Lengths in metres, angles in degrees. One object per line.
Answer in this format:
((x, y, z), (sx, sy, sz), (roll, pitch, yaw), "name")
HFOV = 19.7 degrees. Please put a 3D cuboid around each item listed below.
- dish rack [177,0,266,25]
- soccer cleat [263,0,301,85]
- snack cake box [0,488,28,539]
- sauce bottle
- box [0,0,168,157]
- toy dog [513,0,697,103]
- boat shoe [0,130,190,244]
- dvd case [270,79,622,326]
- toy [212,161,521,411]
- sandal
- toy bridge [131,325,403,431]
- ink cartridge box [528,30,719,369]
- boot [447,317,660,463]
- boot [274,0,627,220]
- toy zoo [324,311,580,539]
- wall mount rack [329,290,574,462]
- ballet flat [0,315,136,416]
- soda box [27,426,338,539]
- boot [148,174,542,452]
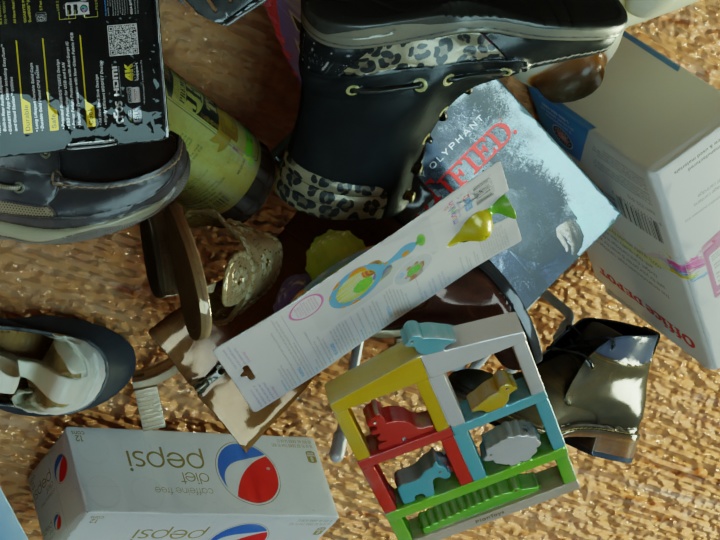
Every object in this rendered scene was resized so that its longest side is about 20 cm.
((-0.045, -0.241, 1.160), (0.200, 0.055, 0.154), (-35, 98, -6), "dish rack")
((-0.032, -0.168, 1.259), (0.073, 0.068, 0.201), (-5, 123, -7), "soccer cleat")
((-0.246, 0.178, 1.312), (0.067, 0.115, 0.200), (-30, 131, -13), "snack cake box")
((-0.132, -0.095, 1.236), (0.065, 0.065, 0.200), (-49, 134, 4), "sauce bottle")
((-0.190, -0.161, 1.103), (0.159, 0.049, 0.201), (-8, 100, -18), "box")
((0.157, -0.204, 1.324), (0.200, 0.140, 0.194), (-38, 164, -6), "toy dog")
((-0.197, -0.061, 1.172), (0.199, 0.075, 0.074), (-6, 129, -3), "boat shoe")
((0.057, -0.056, 1.364), (0.146, 0.022, 0.200), (-44, 108, 1), "dvd case")
((0.000, 0.000, 1.251), (0.199, 0.047, 0.115), (-30, 155, -3), "toy")
((-0.082, -0.010, 1.233), (0.069, 0.212, 0.078), (-10, 98, -13), "sandal")
((-0.054, 0.053, 1.372), (0.199, 0.027, 0.068), (-12, 112, -2), "toy bridge")
((0.211, -0.048, 1.437), (0.085, 0.145, 0.200), (-35, 132, -12), "ink cartridge box")
((0.133, 0.068, 1.435), (0.200, 0.075, 0.097), (18, 93, -46), "boot")
((0.048, -0.108, 1.239), (0.203, 0.074, 0.154), (-4, 135, -22), "boot")
((0.058, 0.099, 1.338), (0.131, 0.021, 0.200), (-21, 135, 4), "toy zoo")
((0.054, 0.067, 1.460), (0.200, 0.075, 0.174), (31, 100, -41), "wall mount rack")
((-0.215, 0.062, 1.284), (0.199, 0.073, 0.073), (14, 112, -39), "ballet flat")
((-0.118, 0.153, 1.400), (0.199, 0.068, 0.064), (5, 140, -35), "soda box")
((-0.004, 0.045, 1.325), (0.200, 0.068, 0.188), (-43, 111, -1), "boot")
